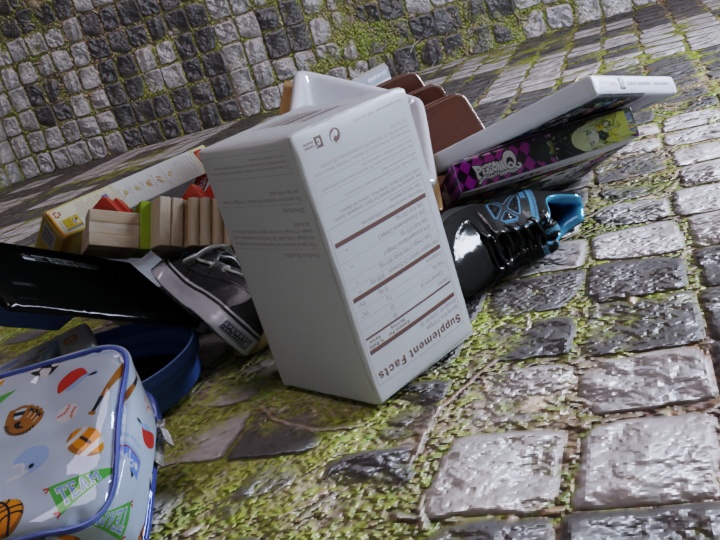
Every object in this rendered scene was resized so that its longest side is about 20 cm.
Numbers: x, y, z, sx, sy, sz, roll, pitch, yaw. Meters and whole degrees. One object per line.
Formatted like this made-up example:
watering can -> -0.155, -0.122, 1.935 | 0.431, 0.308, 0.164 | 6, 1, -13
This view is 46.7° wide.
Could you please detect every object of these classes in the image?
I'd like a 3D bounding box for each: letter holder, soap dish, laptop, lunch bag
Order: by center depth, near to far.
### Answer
lunch bag -> -0.218, 0.128, 0.517 | 0.199, 0.076, 0.161 | -14, 41, 2
laptop -> -0.287, 0.043, 0.742 | 0.200, 0.116, 0.187 | 32, 13, 36
soap dish -> -0.008, -0.113, 0.817 | 0.156, 0.082, 0.200 | 11, 34, -9
letter holder -> 0.028, -0.141, 0.962 | 0.199, 0.143, 0.101 | -34, 6, -11

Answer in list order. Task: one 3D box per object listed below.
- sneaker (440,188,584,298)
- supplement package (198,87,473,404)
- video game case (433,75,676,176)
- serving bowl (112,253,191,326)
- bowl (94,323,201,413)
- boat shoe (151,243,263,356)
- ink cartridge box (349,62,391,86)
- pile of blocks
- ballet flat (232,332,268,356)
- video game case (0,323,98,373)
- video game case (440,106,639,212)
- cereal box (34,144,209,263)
sneaker -> 0.129, -0.033, 0.745 | 0.082, 0.074, 0.200 | -4, 22, 41
supplement package -> -0.015, -0.019, 0.629 | 0.117, 0.201, 0.117 | 2, 26, 47
video game case -> 0.191, -0.146, 0.842 | 0.199, 0.023, 0.181 | -22, -5, 43
serving bowl -> -0.195, 0.015, 0.929 | 0.199, 0.066, 0.200 | -17, 18, 5
bowl -> -0.236, 0.104, 0.742 | 0.199, 0.040, 0.201 | -16, 18, 5
boat shoe -> -0.128, 0.012, 0.740 | 0.068, 0.074, 0.199 | -49, 25, -10
ink cartridge box -> -0.008, -0.166, 1.113 | 0.083, 0.177, 0.200 | -9, 19, 28
pile of blocks -> -0.167, -0.047, 0.789 | 0.199, 0.063, 0.082 | -1, -10, -3
ballet flat -> -0.085, 0.013, 0.815 | 0.068, 0.063, 0.201 | -28, 39, 25
video game case -> -0.278, 0.132, 0.618 | 0.199, 0.023, 0.182 | -28, 35, -13
video game case -> 0.174, -0.106, 0.876 | 0.180, 0.036, 0.200 | -18, -4, -2
cereal box -> -0.252, -0.048, 0.892 | 0.200, 0.040, 0.144 | -33, -11, -39
